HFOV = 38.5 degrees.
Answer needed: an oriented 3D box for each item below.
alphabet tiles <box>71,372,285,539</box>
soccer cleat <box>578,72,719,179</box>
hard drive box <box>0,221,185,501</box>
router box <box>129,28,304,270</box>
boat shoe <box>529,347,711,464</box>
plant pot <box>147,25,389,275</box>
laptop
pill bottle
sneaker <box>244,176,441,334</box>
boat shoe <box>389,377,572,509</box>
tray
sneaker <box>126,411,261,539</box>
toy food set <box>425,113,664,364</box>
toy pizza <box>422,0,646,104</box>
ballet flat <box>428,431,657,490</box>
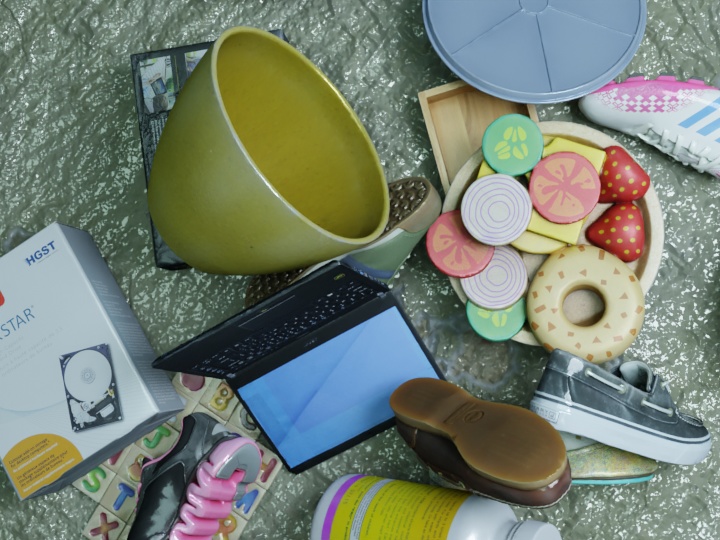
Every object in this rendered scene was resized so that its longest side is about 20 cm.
[{"bbox_3d":[-0.173,0.190,0.971,0.165,0.006,0.201,32,91,9],"label":"alphabet tiles"},{"bbox_3d":[0.289,-0.122,0.893,0.197,0.070,0.087,3,87,8],"label":"soccer cleat"},{"bbox_3d":[-0.283,0.084,0.954,0.155,0.077,0.201,-33,80,5],"label":"hard drive box"},{"bbox_3d":[-0.127,-0.110,0.959,0.147,0.051,0.203,-8,86,5],"label":"router box"},{"bbox_3d":[0.225,0.110,0.842,0.199,0.072,0.072,17,91,-36],"label":"boat shoe"},{"bbox_3d":[-0.093,-0.075,0.848,0.141,0.200,0.201,-34,82,28],"label":"plant pot"},{"bbox_3d":[-0.040,0.090,0.862,0.176,0.200,0.104,-29,72,12],"label":"laptop"},{"bbox_3d":[0.062,0.231,0.850,0.198,0.104,0.106,0,86,36],"label":"pill bottle"},{"bbox_3d":[0.000,0.000,0.914,0.199,0.067,0.090,-32,127,17],"label":"sneaker"},{"bbox_3d":[0.098,0.144,0.817,0.070,0.200,0.071,-30,114,-20],"label":"boat shoe"},{"bbox_3d":[0.125,-0.075,0.931,0.098,0.037,0.202,-15,85,7],"label":"tray"},{"bbox_3d":[-0.176,0.217,0.940,0.095,0.079,0.201,36,91,30],"label":"sneaker"},{"bbox_3d":[0.159,-0.030,0.881,0.196,0.049,0.202,18,90,9],"label":"toy food set"},{"bbox_3d":[0.154,-0.231,0.920,0.198,0.032,0.202,-1,67,2],"label":"toy pizza"},{"bbox_3d":[0.155,0.160,0.896,0.198,0.071,0.072,-9,85,10],"label":"ballet flat"}]
